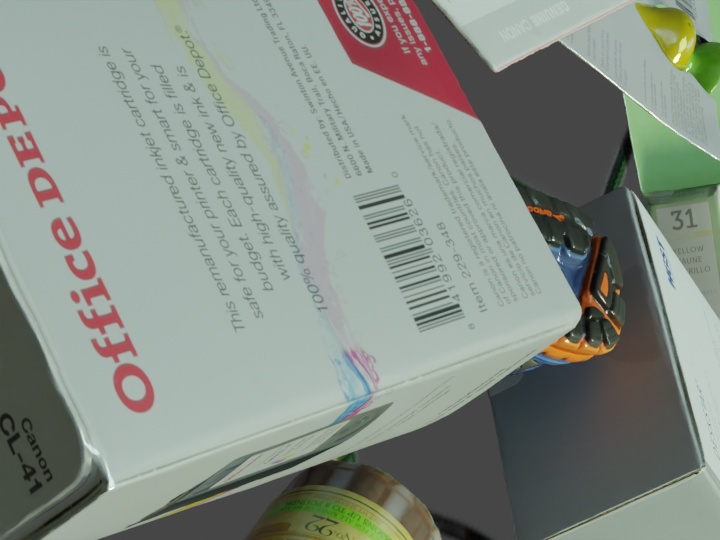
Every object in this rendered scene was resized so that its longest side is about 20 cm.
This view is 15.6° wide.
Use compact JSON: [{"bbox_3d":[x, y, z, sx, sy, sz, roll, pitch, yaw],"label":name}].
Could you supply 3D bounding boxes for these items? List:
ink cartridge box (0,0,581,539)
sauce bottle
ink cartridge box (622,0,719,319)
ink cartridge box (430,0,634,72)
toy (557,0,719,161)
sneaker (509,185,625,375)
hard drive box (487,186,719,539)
[{"bbox_3d":[-0.052,-0.012,0.745,0.200,0.086,0.148,-15,75,-46],"label":"ink cartridge box"},{"bbox_3d":[-0.036,0.138,0.816,0.065,0.064,0.200,65,34,-23],"label":"sauce bottle"},{"bbox_3d":[0.176,-0.039,1.216,0.145,0.048,0.201,-8,91,-57],"label":"ink cartridge box"},{"bbox_3d":[0.024,-0.147,0.932,0.176,0.045,0.200,51,35,6],"label":"ink cartridge box"},{"bbox_3d":[0.059,-0.122,1.032,0.200,0.047,0.115,32,36,-23],"label":"toy"},{"bbox_3d":[0.000,0.000,0.904,0.199,0.078,0.076,24,49,-34],"label":"sneaker"},{"bbox_3d":[0.127,0.093,1.028,0.200,0.077,0.156,53,19,-37],"label":"hard drive box"}]
